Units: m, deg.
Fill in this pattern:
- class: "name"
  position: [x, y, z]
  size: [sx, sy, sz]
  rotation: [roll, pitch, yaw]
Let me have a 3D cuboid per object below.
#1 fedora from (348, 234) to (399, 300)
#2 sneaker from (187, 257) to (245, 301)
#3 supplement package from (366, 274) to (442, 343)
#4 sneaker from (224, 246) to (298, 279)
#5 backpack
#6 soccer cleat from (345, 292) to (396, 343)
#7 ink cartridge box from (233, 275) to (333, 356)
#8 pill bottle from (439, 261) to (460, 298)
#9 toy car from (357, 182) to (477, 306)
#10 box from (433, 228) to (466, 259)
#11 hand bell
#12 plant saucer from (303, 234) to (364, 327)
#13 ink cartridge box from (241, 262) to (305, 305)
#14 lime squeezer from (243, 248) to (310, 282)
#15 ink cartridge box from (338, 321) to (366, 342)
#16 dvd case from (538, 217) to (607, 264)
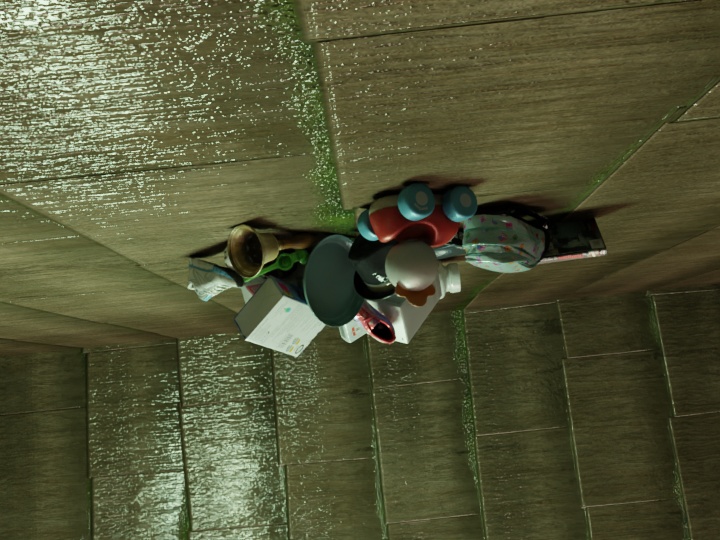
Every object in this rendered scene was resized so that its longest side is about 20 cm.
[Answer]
- class: "fedora"
  position: [0.043, -0.033, 1.448]
  size: [0.200, 0.201, 0.092]
  rotation: [-14, 137, 42]
- class: "sneaker"
  position: [-0.322, 0.029, 1.528]
  size: [0.075, 0.087, 0.199]
  rotation: [17, 176, -42]
- class: "supplement package"
  position: [0.103, 0.065, 1.713]
  size: [0.121, 0.120, 0.200]
  rotation: [10, -139, 30]
- class: "sneaker"
  position: [-0.187, -0.029, 1.493]
  size: [0.115, 0.076, 0.199]
  rotation: [-19, 165, 40]
- class: "backpack"
  position: [0.294, -0.061, 1.422]
  size: [0.166, 0.127, 0.200]
  rotation: [-8, 168, 32]
- class: "soccer cleat"
  position: [0.004, 0.099, 1.582]
  size: [0.200, 0.067, 0.076]
  rotation: [40, 179, -19]
- class: "ink cartridge box"
  position: [-0.157, 0.108, 1.510]
  size: [0.137, 0.076, 0.200]
  rotation: [-48, 138, 13]
- class: "pill bottle"
  position: [0.180, 0.030, 1.950]
  size: [0.199, 0.113, 0.112]
  rotation: [-5, 171, 2]
- class: "toy car"
  position: [0.106, -0.034, 1.235]
  size: [0.176, 0.201, 0.184]
  rotation: [-1, 170, -29]
- class: "box"
  position: [0.163, -0.062, 1.588]
  size: [0.160, 0.044, 0.200]
  rotation: [-12, 169, 34]
- class: "hand bell"
  position: [-0.160, -0.053, 1.395]
  size: [0.104, 0.105, 0.200]
  rotation: [-14, -179, 41]
- class: "plant saucer"
  position: [-0.058, 0.022, 1.498]
  size: [0.027, 0.201, 0.200]
  rotation: [0, 177, 41]
- class: "ink cartridge box"
  position: [-0.168, 0.043, 1.622]
  size: [0.199, 0.083, 0.146]
  rotation: [-19, -160, -19]
- class: "lime squeezer"
  position: [-0.155, -0.021, 1.459]
  size: [0.199, 0.038, 0.070]
  rotation: [-22, -171, -41]
- class: "ink cartridge box"
  position: [0.024, 0.069, 1.749]
  size: [0.199, 0.163, 0.050]
  rotation: [-27, -147, -23]
- class: "dvd case"
  position: [0.440, -0.064, 1.552]
  size: [0.199, 0.022, 0.146]
  rotation: [-9, -150, 12]
